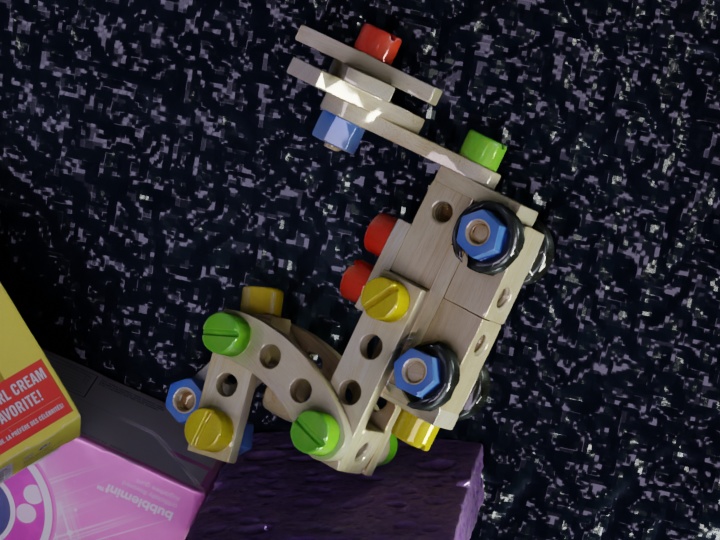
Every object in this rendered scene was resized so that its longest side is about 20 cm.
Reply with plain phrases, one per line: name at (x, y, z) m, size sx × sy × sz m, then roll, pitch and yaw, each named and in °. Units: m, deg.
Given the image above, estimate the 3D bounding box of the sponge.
sponge at (-0.015, 0.117, 1.197) m, size 0.111 × 0.200 × 0.030 m, roll 3°, pitch 110°, yaw 9°

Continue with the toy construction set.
toy construction set at (0.000, 0.000, 1.216) m, size 0.131 × 0.092 × 0.201 m, roll 27°, pitch 109°, yaw 26°

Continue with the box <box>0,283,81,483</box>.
box at (-0.197, 0.000, 1.221) m, size 0.075 × 0.050 × 0.201 m, roll -30°, pitch 82°, yaw -12°

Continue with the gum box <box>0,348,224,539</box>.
gum box at (-0.170, 0.091, 1.289) m, size 0.199 × 0.066 × 0.114 m, roll 24°, pitch 112°, yaw 1°
